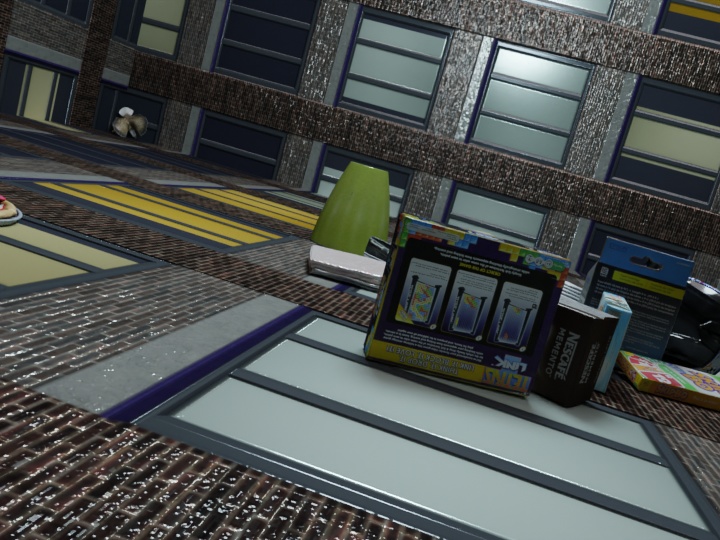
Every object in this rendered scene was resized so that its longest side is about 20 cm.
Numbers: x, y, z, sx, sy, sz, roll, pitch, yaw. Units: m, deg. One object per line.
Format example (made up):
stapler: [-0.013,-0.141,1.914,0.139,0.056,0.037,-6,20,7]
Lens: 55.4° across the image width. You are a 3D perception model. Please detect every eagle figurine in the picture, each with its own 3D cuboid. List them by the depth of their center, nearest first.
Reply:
eagle figurine: [-1.157,-0.728,3.438,0.150,0.152,0.200,34,-4,-24]

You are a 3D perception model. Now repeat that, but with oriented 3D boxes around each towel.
towel: [0.000,0.000,1.265,0.198,0.033,0.191,15,10,-5]

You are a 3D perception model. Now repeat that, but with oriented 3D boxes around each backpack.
backpack: [0.558,0.101,1.204,0.153,0.201,0.190,26,4,-39]

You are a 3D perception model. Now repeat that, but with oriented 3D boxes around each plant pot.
plant pot: [-0.004,-0.148,1.622,0.185,0.202,0.187,16,9,-3]

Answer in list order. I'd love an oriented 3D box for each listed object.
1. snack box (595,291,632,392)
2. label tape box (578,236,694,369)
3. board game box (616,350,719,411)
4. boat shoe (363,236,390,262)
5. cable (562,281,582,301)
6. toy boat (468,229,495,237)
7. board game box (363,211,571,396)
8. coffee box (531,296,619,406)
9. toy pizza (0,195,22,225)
snack box: [0.359,0.099,1.011,0.037,0.117,0.200,18,9,16]
label tape box: [0.438,0.058,1.127,0.143,0.202,0.063,18,9,9]
board game box: [0.502,0.176,1.054,0.198,0.030,0.096,17,18,-7]
boat shoe: [0.091,-0.023,1.449,0.073,0.069,0.199,6,13,-47]
cable: [0.408,0.053,1.440,0.199,0.070,0.200,27,2,-5]
toy boat: [0.185,-0.002,1.287,0.198,0.132,0.131,6,26,-28]
board game box: [0.119,0.039,0.786,0.198,0.167,0.057,15,10,-8]
coffee box: [0.208,0.077,0.880,0.199,0.115,0.079,22,10,38]
toy pizza: [-0.548,-0.101,0.895,0.198,0.032,0.200,16,9,-2]
